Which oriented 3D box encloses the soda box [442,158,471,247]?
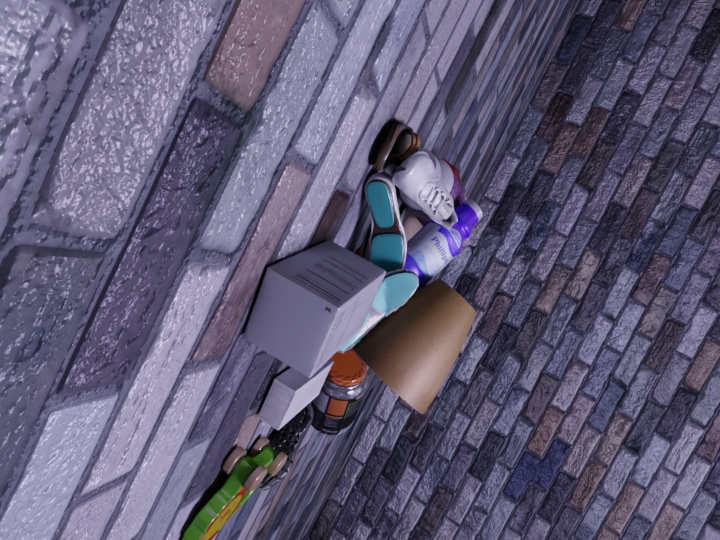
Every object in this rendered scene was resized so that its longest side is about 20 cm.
[{"bbox_3d":[0.191,-0.144,1.252,0.063,0.070,0.202,22,53,-42],"label":"soda box"}]

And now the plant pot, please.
[{"bbox_3d":[0.110,0.119,1.017,0.200,0.186,0.186,-49,167,-1],"label":"plant pot"}]

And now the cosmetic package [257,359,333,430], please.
[{"bbox_3d":[-0.118,0.220,1.054,0.083,0.050,0.200,-63,168,13],"label":"cosmetic package"}]

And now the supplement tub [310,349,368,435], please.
[{"bbox_3d":[-0.052,0.271,1.266,0.123,0.122,0.201,-48,162,-47],"label":"supplement tub"}]

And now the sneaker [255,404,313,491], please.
[{"bbox_3d":[-0.158,0.369,1.155,0.201,0.075,0.080,-54,168,-33],"label":"sneaker"}]

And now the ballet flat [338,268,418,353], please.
[{"bbox_3d":[0.013,0.062,0.977,0.199,0.076,0.064,-38,-163,-3],"label":"ballet flat"}]

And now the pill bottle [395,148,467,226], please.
[{"bbox_3d":[0.142,-0.156,1.111,0.113,0.112,0.200,-60,149,-6],"label":"pill bottle"}]

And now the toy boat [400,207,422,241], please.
[{"bbox_3d":[0.126,-0.083,1.310,0.130,0.131,0.200,-33,-169,41],"label":"toy boat"}]

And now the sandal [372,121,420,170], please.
[{"bbox_3d":[0.074,-0.200,0.940,0.082,0.054,0.200,-66,167,15],"label":"sandal"}]

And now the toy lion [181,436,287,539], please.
[{"bbox_3d":[-0.229,0.402,0.987,0.193,0.068,0.200,-55,168,-1],"label":"toy lion"}]

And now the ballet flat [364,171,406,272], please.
[{"bbox_3d":[0.048,-0.078,0.971,0.069,0.069,0.202,-48,138,-47],"label":"ballet flat"}]

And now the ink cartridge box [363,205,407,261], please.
[{"bbox_3d":[0.043,-0.047,1.178,0.100,0.039,0.201,-52,165,-40],"label":"ink cartridge box"}]

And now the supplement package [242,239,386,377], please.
[{"bbox_3d":[-0.058,0.044,0.792,0.115,0.109,0.200,-66,167,19],"label":"supplement package"}]

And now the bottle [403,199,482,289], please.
[{"bbox_3d":[0.150,-0.055,1.061,0.200,0.065,0.084,-42,119,-14],"label":"bottle"}]

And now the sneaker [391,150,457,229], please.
[{"bbox_3d":[0.119,-0.133,0.935,0.074,0.087,0.200,-44,152,11],"label":"sneaker"}]

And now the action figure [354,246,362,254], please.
[{"bbox_3d":[0.000,0.000,1.033,0.100,0.065,0.200,-57,170,20],"label":"action figure"}]
